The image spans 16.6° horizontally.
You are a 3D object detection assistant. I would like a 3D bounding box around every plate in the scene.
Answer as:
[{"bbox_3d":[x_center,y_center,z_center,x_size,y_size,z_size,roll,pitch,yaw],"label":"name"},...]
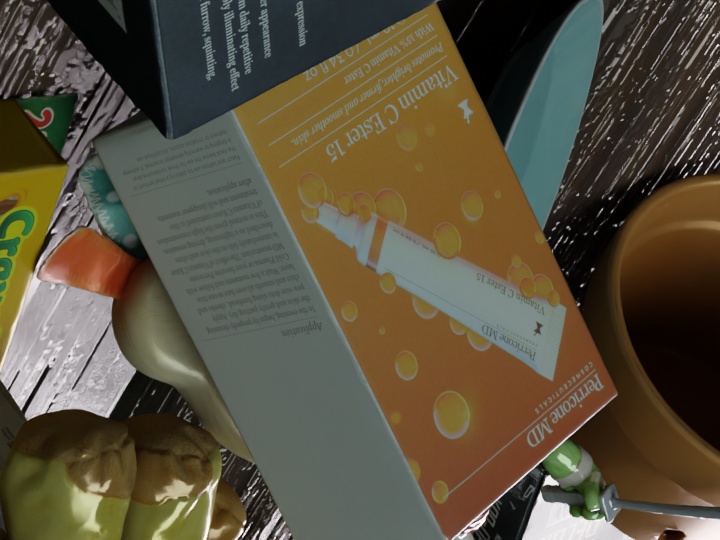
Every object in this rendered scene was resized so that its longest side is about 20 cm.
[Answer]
[{"bbox_3d":[0.069,-0.042,1.179,0.200,0.025,0.202,21,90,-78],"label":"plate"}]

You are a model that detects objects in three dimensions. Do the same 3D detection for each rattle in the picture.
[{"bbox_3d":[-0.079,0.013,1.105,0.199,0.143,0.131,12,96,-30],"label":"rattle"}]

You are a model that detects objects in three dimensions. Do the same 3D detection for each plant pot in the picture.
[{"bbox_3d":[0.199,0.068,1.374,0.199,0.201,0.140,-18,157,-33],"label":"plant pot"}]

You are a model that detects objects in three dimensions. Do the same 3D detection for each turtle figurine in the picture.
[{"bbox_3d":[0.059,0.137,1.300,0.144,0.200,0.194,-46,176,-33],"label":"turtle figurine"}]

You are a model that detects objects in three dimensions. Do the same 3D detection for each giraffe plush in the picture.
[{"bbox_3d":[-0.104,0.180,1.033,0.172,0.162,0.200,12,121,-53],"label":"giraffe plush"}]

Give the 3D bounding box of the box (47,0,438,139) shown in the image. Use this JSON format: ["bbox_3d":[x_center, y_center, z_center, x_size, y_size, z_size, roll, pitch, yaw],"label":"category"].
[{"bbox_3d":[-0.021,-0.170,0.917,0.199,0.107,0.149,-28,145,-20],"label":"box"}]

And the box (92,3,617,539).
[{"bbox_3d":[0.000,0.000,1.024,0.097,0.201,0.124,-12,-161,49],"label":"box"}]

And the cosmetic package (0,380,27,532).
[{"bbox_3d":[-0.235,0.132,1.069,0.199,0.081,0.113,-16,139,-34],"label":"cosmetic package"}]

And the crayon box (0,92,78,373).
[{"bbox_3d":[-0.198,0.000,0.980,0.199,0.051,0.128,-12,137,-40],"label":"crayon box"}]

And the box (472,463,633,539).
[{"bbox_3d":[0.154,0.129,1.511,0.199,0.050,0.158,-19,141,-33],"label":"box"}]
